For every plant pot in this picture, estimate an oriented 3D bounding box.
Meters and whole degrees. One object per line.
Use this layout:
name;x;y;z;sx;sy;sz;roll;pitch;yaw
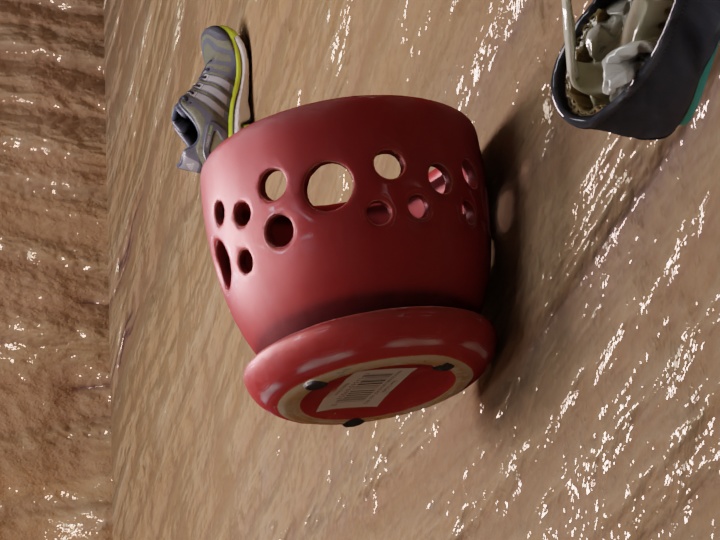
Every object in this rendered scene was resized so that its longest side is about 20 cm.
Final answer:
plant pot;0.000;0.000;1.655;0.201;0.199;0.184;124;137;-64

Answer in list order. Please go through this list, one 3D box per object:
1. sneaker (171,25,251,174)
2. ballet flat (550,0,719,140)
sneaker;-0.161;-0.183;2.559;0.074;0.080;0.201;112;157;-50
ballet flat;0.111;-0.111;0.877;0.200;0.072;0.074;109;159;-59
